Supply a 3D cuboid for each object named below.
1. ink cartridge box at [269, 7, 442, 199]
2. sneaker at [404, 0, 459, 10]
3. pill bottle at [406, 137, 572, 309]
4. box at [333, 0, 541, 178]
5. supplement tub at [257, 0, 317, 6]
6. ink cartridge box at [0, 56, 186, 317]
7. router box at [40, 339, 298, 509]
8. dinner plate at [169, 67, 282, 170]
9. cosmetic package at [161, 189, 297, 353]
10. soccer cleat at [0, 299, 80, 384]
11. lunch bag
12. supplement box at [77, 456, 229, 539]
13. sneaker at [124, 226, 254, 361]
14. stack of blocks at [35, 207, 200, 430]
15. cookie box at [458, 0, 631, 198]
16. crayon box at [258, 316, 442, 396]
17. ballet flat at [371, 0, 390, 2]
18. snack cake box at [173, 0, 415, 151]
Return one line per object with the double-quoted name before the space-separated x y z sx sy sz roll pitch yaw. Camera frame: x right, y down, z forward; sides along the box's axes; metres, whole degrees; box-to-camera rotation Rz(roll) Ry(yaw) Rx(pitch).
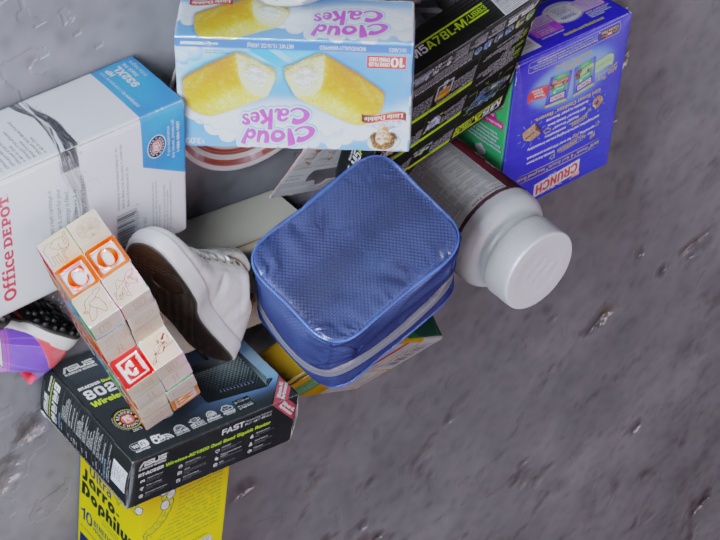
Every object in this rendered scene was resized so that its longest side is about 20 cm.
"ink cartridge box" -0.004 -0.162 1.762 0.200 0.050 0.161 -50 161 27
"sneaker" 0.026 -0.278 1.679 0.088 0.081 0.200 -53 137 7
"pill bottle" 0.114 -0.053 1.874 0.109 0.200 0.110 -29 141 -27
"box" 0.073 -0.175 1.751 0.200 0.048 0.193 -36 164 -25
"supplement tub" -0.067 -0.322 1.487 0.122 0.122 0.201 -38 144 -17
"ink cartridge box" -0.249 -0.070 1.552 0.199 0.084 0.146 -27 142 -30
"router box" -0.180 0.126 1.757 0.199 0.150 0.062 -20 136 -36
"dinner plate" -0.096 -0.182 1.674 0.199 0.024 0.201 -30 141 -28
"cosmetic package" -0.145 0.008 1.755 0.199 0.073 0.104 -24 137 -34
"soccer cleat" -0.327 0.055 1.603 0.073 0.068 0.200 -52 148 11
"lunch bag" 0.000 0.000 1.722 0.200 0.136 0.133 -37 162 -17
"supplement box" -0.208 0.220 1.852 0.109 0.109 0.201 -22 137 -34
"sneaker" -0.146 -0.001 1.634 0.085 0.072 0.200 -65 155 -21
"stack of blocks" -0.199 0.045 1.549 0.058 0.115 0.200 -34 160 -11
"cookie box" 0.190 -0.177 1.953 0.170 0.075 0.201 -26 139 -31
"crayon box" -0.020 0.079 1.889 0.125 0.052 0.200 -32 166 28
"ballet flat" -0.005 -0.240 1.589 0.200 0.072 0.072 -37 150 21
"snack cake box" -0.054 -0.165 1.563 0.198 0.067 0.116 1 131 1
